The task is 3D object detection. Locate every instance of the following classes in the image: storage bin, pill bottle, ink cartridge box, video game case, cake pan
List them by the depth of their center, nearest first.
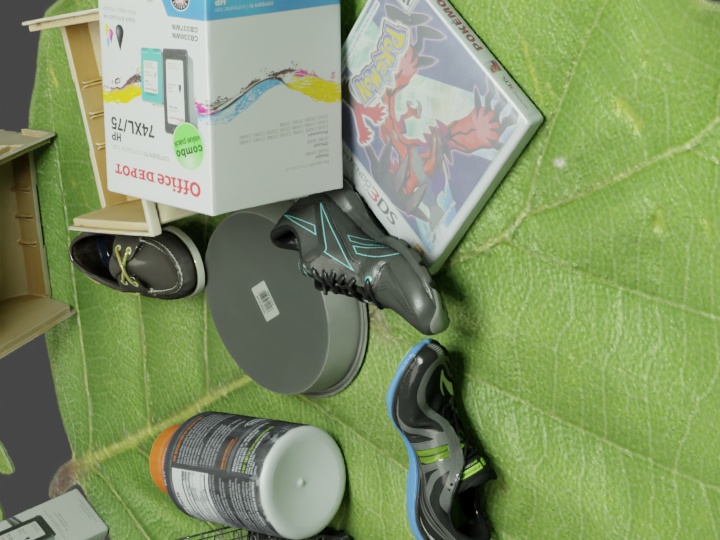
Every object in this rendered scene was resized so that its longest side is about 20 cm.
[{"bbox_3d":[0.044,-0.122,1.521,0.182,0.023,0.200,53,138,19],"label":"video game case"},{"bbox_3d":[-0.114,-0.162,1.542,0.146,0.146,0.201,14,111,44],"label":"ink cartridge box"},{"bbox_3d":[-0.074,0.025,1.709,0.200,0.037,0.201,22,122,42],"label":"cake pan"},{"bbox_3d":[-0.216,-0.143,1.725,0.198,0.093,0.201,5,110,57],"label":"storage bin"},{"bbox_3d":[-0.115,0.189,1.774,0.200,0.106,0.107,3,109,48],"label":"pill bottle"},{"bbox_3d":[-0.385,-0.025,1.922,0.093,0.198,0.201,7,113,28],"label":"storage bin"},{"bbox_3d":[-0.387,0.331,2.071,0.068,0.200,0.116,48,136,24],"label":"ink cartridge box"}]

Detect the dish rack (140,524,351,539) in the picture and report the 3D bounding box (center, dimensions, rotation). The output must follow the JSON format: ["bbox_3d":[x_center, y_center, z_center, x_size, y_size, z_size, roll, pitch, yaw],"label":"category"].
[{"bbox_3d":[-0.116,0.272,1.744,0.153,0.200,0.055,1,97,48],"label":"dish rack"}]

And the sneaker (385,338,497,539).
[{"bbox_3d":[0.075,0.147,1.574,0.083,0.071,0.200,10,118,41],"label":"sneaker"}]

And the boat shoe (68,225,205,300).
[{"bbox_3d":[-0.216,-0.007,1.815,0.201,0.060,0.072,12,112,57],"label":"boat shoe"}]

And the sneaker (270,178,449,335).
[{"bbox_3d":[0.000,0.000,1.556,0.200,0.079,0.076,45,165,42],"label":"sneaker"}]
